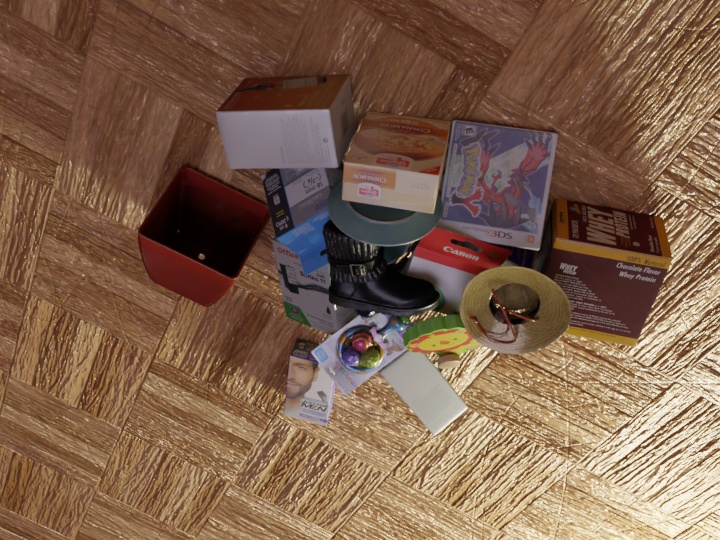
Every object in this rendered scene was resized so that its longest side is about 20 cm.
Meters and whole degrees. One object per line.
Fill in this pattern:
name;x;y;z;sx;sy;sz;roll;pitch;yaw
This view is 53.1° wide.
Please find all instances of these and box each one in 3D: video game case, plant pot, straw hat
video game case;0.233;-0.148;1.241;0.181;0.023;0.202;9;91;8
plant pot;-0.317;-0.048;1.427;0.199;0.201;0.177;26;140;-5
straw hat;0.271;0.046;1.260;0.199;0.085;0.202;11;130;14

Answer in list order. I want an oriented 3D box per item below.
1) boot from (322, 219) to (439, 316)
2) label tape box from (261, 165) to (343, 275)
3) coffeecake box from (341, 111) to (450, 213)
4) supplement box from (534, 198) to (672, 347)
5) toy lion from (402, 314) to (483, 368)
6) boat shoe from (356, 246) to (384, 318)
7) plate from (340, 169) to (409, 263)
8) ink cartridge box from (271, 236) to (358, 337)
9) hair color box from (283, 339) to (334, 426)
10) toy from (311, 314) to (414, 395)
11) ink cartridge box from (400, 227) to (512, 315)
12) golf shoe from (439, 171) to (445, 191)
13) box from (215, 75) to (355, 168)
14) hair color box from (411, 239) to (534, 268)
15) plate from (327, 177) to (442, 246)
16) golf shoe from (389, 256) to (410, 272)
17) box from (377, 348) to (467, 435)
boot;0.037;-0.008;1.245;0.209;0.080;0.159;4;120;5
label tape box;-0.091;-0.112;1.315;0.144;0.201;0.063;-27;158;29
coffeecake box;0.064;-0.187;1.212;0.152;0.201;0.074;9;127;7
supplement box;0.424;0.004;1.300;0.196;0.133;0.201;11;127;7
toy lion;0.187;0.121;1.363;0.199;0.069;0.192;-17;154;18
boat shoe;0.000;0.000;1.351;0.084;0.069;0.202;12;117;32
plate;0.013;-0.103;1.362;0.199;0.026;0.202;18;128;25
ink cartridge box;-0.087;0.016;1.440;0.146;0.083;0.201;18;132;31
hair color box;-0.113;0.262;1.666;0.108;0.065;0.201;13;126;5
toy;0.015;0.148;1.414;0.199;0.047;0.115;-38;97;1
ink cartridge box;0.162;0.011;1.303;0.160;0.050;0.200;16;149;-7
golf shoe;0.231;-0.124;1.284;0.199;0.092;0.073;21;129;0
box;-0.123;-0.257;1.239;0.198;0.153;0.107;1;126;13
hair color box;0.209;-0.035;1.344;0.199;0.065;0.109;25;143;-10
plate;0.042;-0.121;1.225;0.198;0.201;0.026;10;139;7
golf shoe;0.096;0.020;1.444;0.198;0.078;0.095;1;144;15
box;0.118;0.228;1.527;0.097;0.124;0.200;-39;112;0
